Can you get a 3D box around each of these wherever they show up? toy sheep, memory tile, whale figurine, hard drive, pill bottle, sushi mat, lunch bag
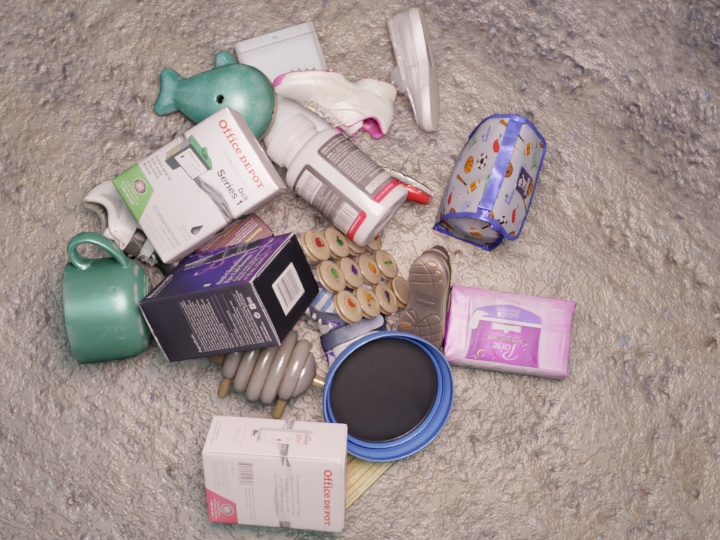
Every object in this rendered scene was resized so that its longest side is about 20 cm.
[{"bbox_3d":[-0.136,0.140,1.490,0.200,0.138,0.138,19,82,-5],"label":"toy sheep"},{"bbox_3d":[0.000,0.000,1.487,0.017,0.200,0.153,-33,79,31],"label":"memory tile"},{"bbox_3d":[-0.230,-0.262,1.540,0.200,0.104,0.159,15,95,13],"label":"whale figurine"},{"bbox_3d":[-0.109,-0.282,1.593,0.132,0.027,0.200,-17,84,-4],"label":"hard drive"},{"bbox_3d":[-0.038,-0.137,1.476,0.200,0.111,0.111,41,83,7],"label":"pill bottle"},{"bbox_3d":[-0.001,0.278,1.531,0.200,0.012,0.096,-44,87,-6],"label":"sushi mat"},{"bbox_3d":[0.197,-0.130,1.497,0.124,0.200,0.170,20,82,1],"label":"lunch bag"}]

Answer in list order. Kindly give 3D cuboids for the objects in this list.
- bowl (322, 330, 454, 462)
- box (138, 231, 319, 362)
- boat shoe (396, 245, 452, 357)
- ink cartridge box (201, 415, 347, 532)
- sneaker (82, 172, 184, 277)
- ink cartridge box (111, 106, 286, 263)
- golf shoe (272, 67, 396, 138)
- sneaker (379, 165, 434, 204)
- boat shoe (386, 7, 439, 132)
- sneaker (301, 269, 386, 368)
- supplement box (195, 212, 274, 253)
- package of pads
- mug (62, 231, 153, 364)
[{"bbox_3d":[0.039,0.182,1.481,0.201,0.039,0.201,-4,106,-15],"label":"bowl"},{"bbox_3d":[-0.183,0.039,1.420,0.200,0.148,0.104,-11,115,27],"label":"box"},{"bbox_3d":[0.105,0.050,1.502,0.074,0.200,0.073,22,38,14],"label":"boat shoe"},{"bbox_3d":[-0.119,0.294,1.448,0.200,0.083,0.147,3,124,4],"label":"ink cartridge box"},{"bbox_3d":[-0.343,-0.046,1.516,0.088,0.074,0.200,-36,84,-34],"label":"sneaker"},{"bbox_3d":[-0.229,-0.124,1.449,0.200,0.084,0.146,-33,91,4],"label":"ink cartridge box"},{"bbox_3d":[-0.037,-0.255,1.541,0.200,0.075,0.092,5,79,-20],"label":"golf shoe"},{"bbox_3d":[0.014,-0.118,1.559,0.200,0.077,0.085,11,88,10],"label":"sneaker"},{"bbox_3d":[0.079,-0.313,1.586,0.068,0.072,0.200,-10,90,18],"label":"boat shoe"},{"bbox_3d":[-0.060,0.080,1.519,0.200,0.081,0.147,6,76,-8],"label":"sneaker"},{"bbox_3d":[-0.237,-0.089,1.546,0.109,0.061,0.200,-43,85,-5],"label":"supplement box"},{"bbox_3d":[0.224,0.095,1.531,0.200,0.076,0.121,8,80,-1],"label":"package of pads"},{"bbox_3d":[-0.362,0.047,1.464,0.114,0.185,0.152,-6,59,-5],"label":"mug"}]
